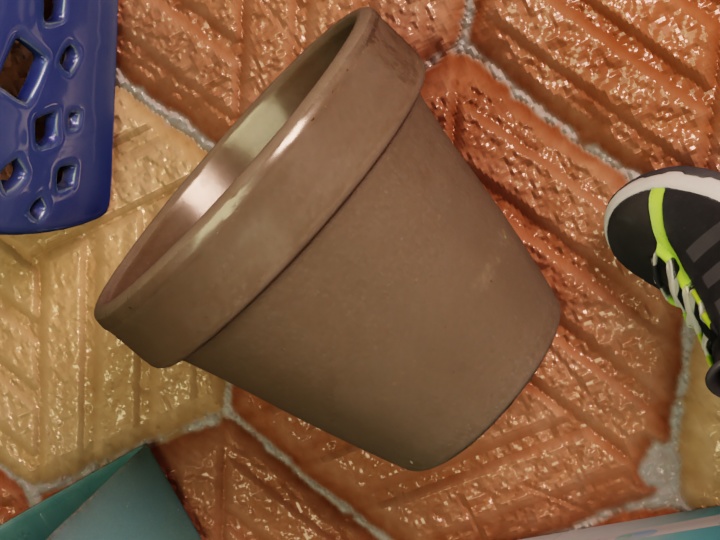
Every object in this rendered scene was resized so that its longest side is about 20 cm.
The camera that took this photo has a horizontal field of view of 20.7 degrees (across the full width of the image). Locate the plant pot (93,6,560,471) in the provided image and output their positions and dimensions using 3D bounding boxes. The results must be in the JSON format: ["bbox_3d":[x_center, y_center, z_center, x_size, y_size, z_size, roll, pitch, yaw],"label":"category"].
[{"bbox_3d":[0.000,0.000,0.960,0.175,0.200,0.200,40,119,-11],"label":"plant pot"}]

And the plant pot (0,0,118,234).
[{"bbox_3d":[-0.257,-0.114,1.034,0.200,0.180,0.200,11,109,23],"label":"plant pot"}]

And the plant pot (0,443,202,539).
[{"bbox_3d":[-0.143,0.234,1.110,0.141,0.141,0.200,-30,98,29],"label":"plant pot"}]

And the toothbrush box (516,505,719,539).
[{"bbox_3d":[0.138,0.179,0.952,0.200,0.146,0.085,-13,98,27],"label":"toothbrush box"}]

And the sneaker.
[{"bbox_3d":[0.171,0.015,0.887,0.200,0.083,0.072,25,150,46],"label":"sneaker"}]
